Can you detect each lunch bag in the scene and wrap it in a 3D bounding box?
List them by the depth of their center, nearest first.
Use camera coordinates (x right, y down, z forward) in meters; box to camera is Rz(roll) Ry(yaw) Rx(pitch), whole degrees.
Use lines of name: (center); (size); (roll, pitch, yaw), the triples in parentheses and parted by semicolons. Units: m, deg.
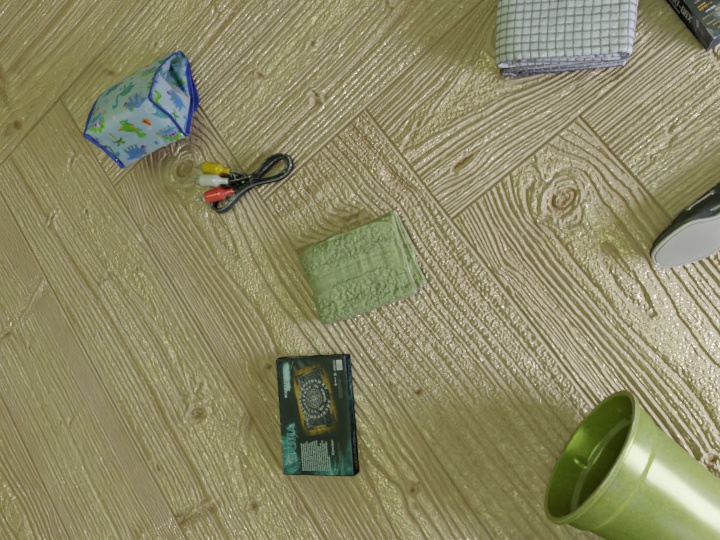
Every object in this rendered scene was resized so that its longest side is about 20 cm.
lunch bag: (-0.406, -0.315, 1.135); (0.169, 0.127, 0.201); (-20, 51, 18)

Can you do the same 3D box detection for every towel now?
towel: (0.306, -0.381, 0.895); (0.199, 0.086, 0.167); (3, 86, 22)
towel: (0.000, 0.000, 1.011); (0.199, 0.036, 0.149); (-23, 80, 17)

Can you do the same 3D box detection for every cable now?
cable: (-0.217, -0.160, 1.092); (0.199, 0.050, 0.098); (-6, 86, 21)

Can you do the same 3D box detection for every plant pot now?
plant pot: (0.376, 0.294, 0.787); (0.184, 0.200, 0.201); (34, 99, 8)

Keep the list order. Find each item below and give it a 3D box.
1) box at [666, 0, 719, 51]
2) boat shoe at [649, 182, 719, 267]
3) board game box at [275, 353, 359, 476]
box: (0.530, -0.432, 0.830); (0.200, 0.050, 0.158); (-34, 77, 16)
boat shoe: (0.489, -0.076, 0.831); (0.200, 0.057, 0.067); (-37, 111, 18)
board game box: (-0.075, 0.246, 1.029); (0.134, 0.028, 0.201); (-5, 86, 20)
